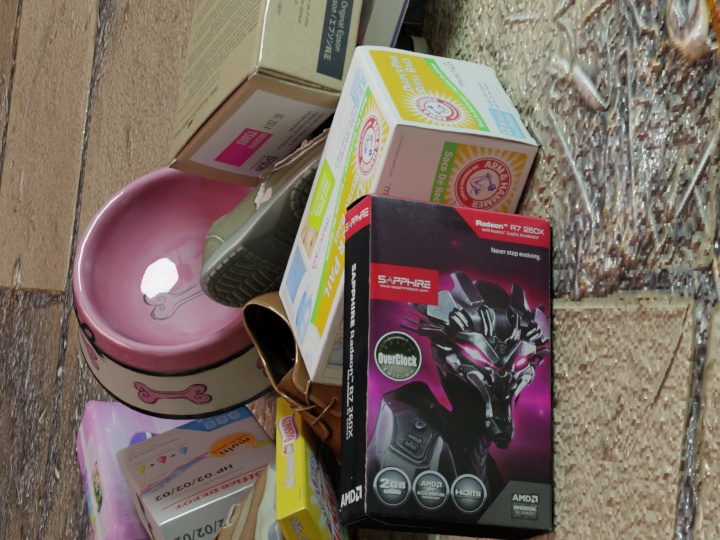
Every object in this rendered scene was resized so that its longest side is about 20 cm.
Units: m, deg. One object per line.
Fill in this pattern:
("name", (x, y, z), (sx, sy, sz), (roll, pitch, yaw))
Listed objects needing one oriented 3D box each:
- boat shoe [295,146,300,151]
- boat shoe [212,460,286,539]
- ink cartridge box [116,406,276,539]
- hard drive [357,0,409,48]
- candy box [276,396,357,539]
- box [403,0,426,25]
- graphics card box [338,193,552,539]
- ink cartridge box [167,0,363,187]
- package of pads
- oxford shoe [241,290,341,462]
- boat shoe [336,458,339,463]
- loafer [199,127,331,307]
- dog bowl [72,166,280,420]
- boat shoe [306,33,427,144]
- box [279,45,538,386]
("boat shoe", (-0.051, -0.158, 1.748), (0.072, 0.072, 0.201), (131, 153, -52))
("boat shoe", (-0.072, 0.189, 1.536), (0.076, 0.071, 0.200), (63, -174, -8))
("ink cartridge box", (-0.108, 0.182, 1.724), (0.200, 0.115, 0.068), (-138, 28, -65))
("hard drive", (0.001, -0.258, 1.600), (0.200, 0.025, 0.133), (-119, 41, -54))
("candy box", (-0.029, 0.165, 1.525), (0.200, 0.026, 0.103), (-96, -19, -70))
("box", (0.014, -0.289, 1.672), (0.161, 0.049, 0.201), (-157, 75, -65))
("graphics card box", (0.052, 0.059, 1.344), (0.051, 0.125, 0.201), (148, 127, -64))
("ink cartridge box", (-0.064, -0.170, 1.575), (0.200, 0.075, 0.166), (145, 136, -62))
("package of pads", (-0.172, 0.196, 1.901), (0.200, 0.120, 0.076), (-112, 32, -53))
("oxford shoe", (-0.020, 0.094, 1.527), (0.200, 0.071, 0.071), (51, 120, 28))
("boat shoe", (-0.049, 0.058, 1.691), (0.071, 0.069, 0.201), (123, 148, -49))
("loafer", (-0.041, -0.058, 1.555), (0.200, 0.075, 0.070), (-37, 42, 18))
("dog bowl", (-0.127, 0.007, 1.657), (0.074, 0.199, 0.201), (68, -167, -57))
("boat shoe", (-0.014, -0.116, 1.666), (0.200, 0.067, 0.072), (126, 144, -55))
("box", (0.028, -0.032, 1.470), (0.113, 0.101, 0.201), (-115, 37, -55))
